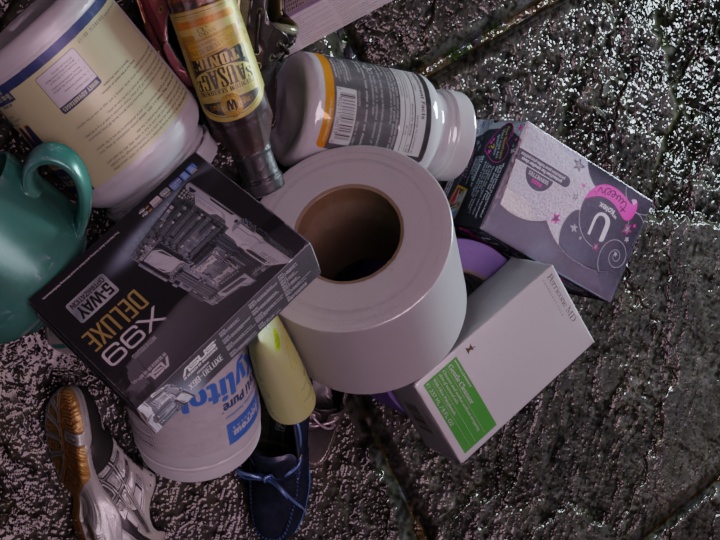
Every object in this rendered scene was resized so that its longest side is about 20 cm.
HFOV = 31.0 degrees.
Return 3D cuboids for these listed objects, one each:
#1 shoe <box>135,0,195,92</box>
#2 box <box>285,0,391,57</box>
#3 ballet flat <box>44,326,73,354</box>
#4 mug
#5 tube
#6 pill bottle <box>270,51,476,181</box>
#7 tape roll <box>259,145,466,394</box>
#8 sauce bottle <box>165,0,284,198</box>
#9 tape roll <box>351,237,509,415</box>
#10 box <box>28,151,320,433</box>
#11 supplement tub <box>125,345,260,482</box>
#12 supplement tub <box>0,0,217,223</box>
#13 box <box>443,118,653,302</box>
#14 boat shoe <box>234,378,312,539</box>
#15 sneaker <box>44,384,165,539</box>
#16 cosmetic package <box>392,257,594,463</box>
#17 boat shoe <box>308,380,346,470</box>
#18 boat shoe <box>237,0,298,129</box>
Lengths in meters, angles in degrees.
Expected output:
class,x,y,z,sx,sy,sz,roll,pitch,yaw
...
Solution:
class,x,y,z,sx,sy,sz,roll,pitch,yaw
shoe,-0.179,-0.268,1.229,0.071,0.091,0.203,-19,105,-24
box,-0.021,-0.267,1.276,0.198,0.039,0.042,-26,130,17
ballet flat,-0.221,0.009,1.260,0.200,0.069,0.070,-45,114,-16
mug,-0.307,-0.015,1.145,0.114,0.184,0.154,39,58,-26
tube,-0.080,0.078,1.195,0.052,0.058,0.201,-52,154,-21
pill bottle,0.013,-0.152,1.332,0.197,0.116,0.119,6,94,-29
tape roll,0.000,0.000,1.262,0.203,0.202,0.140,-44,152,-15
sauce bottle,-0.118,-0.166,1.191,0.065,0.066,0.203,-28,110,-21
tape roll,0.083,0.062,1.414,0.197,0.085,0.204,-4,99,-27
box,-0.157,0.015,1.100,0.200,0.157,0.050,-43,148,-15
supplement tub,-0.165,0.086,1.222,0.131,0.132,0.202,-26,135,-22
supplement tub,-0.238,-0.151,1.184,0.145,0.144,0.201,-46,114,-14
box,0.204,-0.068,1.442,0.198,0.114,0.134,28,84,-28
boat shoe,-0.094,0.184,1.334,0.083,0.069,0.204,2,98,16
sneaker,-0.248,0.196,1.275,0.087,0.075,0.203,-24,115,-33
cosmetic package,0.133,0.089,1.350,0.199,0.085,0.108,-40,110,-16
boat shoe,-0.043,0.116,1.371,0.066,0.057,0.204,4,95,-28
boat shoe,-0.092,-0.229,1.234,0.065,0.072,0.204,1,108,14
